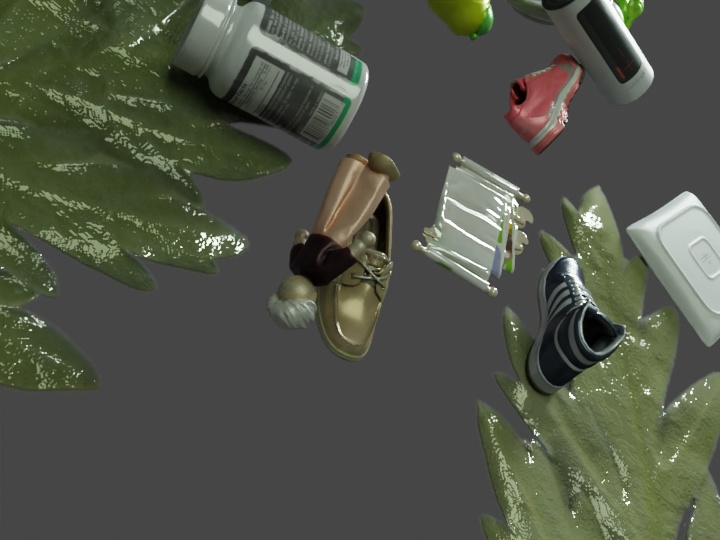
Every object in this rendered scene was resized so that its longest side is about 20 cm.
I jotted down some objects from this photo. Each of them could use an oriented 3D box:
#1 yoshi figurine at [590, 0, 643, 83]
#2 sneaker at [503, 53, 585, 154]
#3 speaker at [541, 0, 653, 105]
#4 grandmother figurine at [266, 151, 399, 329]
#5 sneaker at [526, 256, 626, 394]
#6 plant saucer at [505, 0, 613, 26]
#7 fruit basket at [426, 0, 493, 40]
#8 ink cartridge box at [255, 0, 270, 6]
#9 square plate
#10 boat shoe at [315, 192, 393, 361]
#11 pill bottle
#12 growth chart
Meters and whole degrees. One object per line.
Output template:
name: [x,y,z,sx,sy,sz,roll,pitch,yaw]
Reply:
yoshi figurine: [0.377,-0.385,1.522,0.111,0.113,0.202,17,55,-12]
sneaker: [0.256,-0.256,1.374,0.086,0.074,0.201,34,49,-10]
speaker: [0.340,-0.330,1.392,0.200,0.080,0.082,44,42,-34]
grandmother figurine: [-0.036,-0.028,1.006,0.060,0.121,0.202,37,71,-24]
sneaker: [0.263,0.046,1.164,0.070,0.108,0.202,31,49,-14]
plant saucer: [0.283,-0.422,1.489,0.197,0.051,0.202,9,43,-8]
fruit basket: [0.125,-0.433,1.360,0.213,0.157,0.217,14,41,-12]
ink cartridge box: [-0.159,-0.433,1.153,0.198,0.145,0.085,27,49,-17]
square plate: [0.494,-0.012,1.414,0.199,0.028,0.199,-26,78,-41]
boat shoe: [0.000,0.000,1.042,0.071,0.065,0.202,24,51,-19]
pill bottle: [-0.099,-0.225,1.085,0.198,0.113,0.114,27,50,-18]
growth chart: [0.147,-0.058,1.213,0.144,0.018,0.201,35,48,-12]
